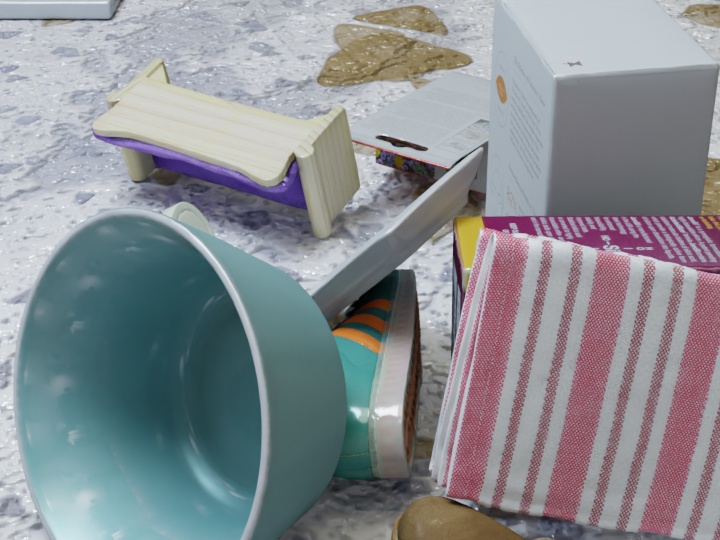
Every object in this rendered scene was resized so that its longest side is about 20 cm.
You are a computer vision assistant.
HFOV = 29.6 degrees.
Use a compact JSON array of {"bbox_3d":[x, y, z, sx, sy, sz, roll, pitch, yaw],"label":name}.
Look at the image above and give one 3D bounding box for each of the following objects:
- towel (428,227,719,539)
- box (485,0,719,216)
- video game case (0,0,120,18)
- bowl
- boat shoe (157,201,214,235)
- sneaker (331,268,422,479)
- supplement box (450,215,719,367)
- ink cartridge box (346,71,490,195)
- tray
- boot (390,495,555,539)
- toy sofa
[{"bbox_3d":[0.144,0.063,0.714,0.197,0.148,0.030,10,16,-2],"label":"towel"},{"bbox_3d":[0.153,-0.068,0.910,0.105,0.202,0.153,-4,31,-7],"label":"box"},{"bbox_3d":[-0.361,-0.323,1.530,0.197,0.023,0.183,1,30,1],"label":"video game case"},{"bbox_3d":[-0.083,0.068,0.716,0.200,0.204,0.104,26,20,38],"label":"bowl"},{"bbox_3d":[-0.146,0.037,0.868,0.060,0.072,0.203,-19,34,27],"label":"boat shoe"},{"bbox_3d":[-0.004,0.056,0.829,0.079,0.072,0.201,-2,24,7],"label":"sneaker"},{"bbox_3d":[0.150,0.044,0.775,0.197,0.133,0.103,-1,18,1],"label":"supplement box"},{"bbox_3d":[0.074,-0.106,1.112,0.108,0.051,0.200,18,31,27],"label":"ink cartridge box"},{"bbox_3d":[0.000,0.000,0.848,0.022,0.200,0.107,50,50,-1],"label":"tray"},{"bbox_3d":[0.086,0.152,0.660,0.073,0.076,0.199,-24,35,-28],"label":"boot"},{"bbox_3d":[-0.107,-0.088,1.062,0.198,0.084,0.098,17,50,28],"label":"toy sofa"}]
